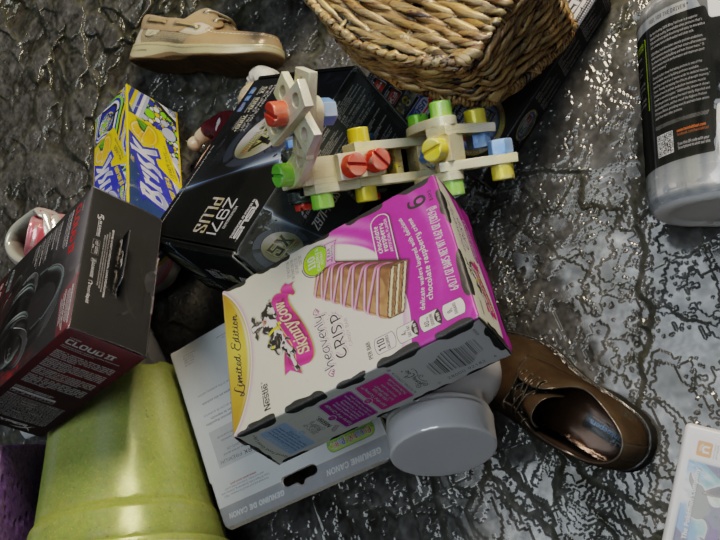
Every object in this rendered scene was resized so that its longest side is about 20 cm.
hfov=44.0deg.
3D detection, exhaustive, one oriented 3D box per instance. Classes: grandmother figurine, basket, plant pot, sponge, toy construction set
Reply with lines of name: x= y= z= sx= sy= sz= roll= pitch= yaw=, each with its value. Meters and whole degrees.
grandmother figurine: x=-0.137 y=-0.119 z=0.927 sx=0.121 sy=0.060 sz=0.201 roll=34 pitch=99 yaw=18
basket: x=0.060 y=-0.215 z=0.746 sx=0.199 sy=0.149 sz=0.143 roll=33 pitch=92 yaw=25
plant pot: x=-0.226 y=0.192 z=0.853 sx=0.199 sy=0.200 sz=0.186 roll=-22 pitch=61 yaw=20
sponge: x=-0.318 y=0.225 z=0.873 sx=0.030 sy=0.200 sz=0.113 roll=-2 pitch=80 yaw=6
toy construction set: x=0.009 y=-0.090 z=0.683 sx=0.131 sy=0.198 sz=0.093 roll=-2 pitch=82 yaw=59

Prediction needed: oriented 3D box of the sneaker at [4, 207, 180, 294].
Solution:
sneaker: x=-0.296 y=-0.019 z=0.957 sx=0.198 sy=0.105 sz=0.076 roll=5 pitch=77 yaw=26

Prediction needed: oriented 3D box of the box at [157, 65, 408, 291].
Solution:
box: x=-0.076 y=-0.078 z=0.809 sx=0.163 sy=0.086 sz=0.201 roll=11 pitch=65 yaw=51

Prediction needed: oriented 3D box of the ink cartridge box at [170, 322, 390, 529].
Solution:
ink cartridge box: x=-0.057 y=0.118 z=0.817 sx=0.199 sy=0.084 sz=0.177 roll=-28 pitch=72 yaw=26

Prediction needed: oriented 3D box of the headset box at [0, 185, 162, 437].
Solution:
headset box: x=-0.254 y=0.035 z=0.788 sx=0.199 sy=0.077 sz=0.150 roll=-35 pitch=43 yaw=36

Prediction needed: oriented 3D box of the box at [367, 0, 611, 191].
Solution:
box: x=0.110 y=-0.201 z=0.829 sx=0.160 sy=0.044 sz=0.201 roll=36 pitch=97 yaw=27

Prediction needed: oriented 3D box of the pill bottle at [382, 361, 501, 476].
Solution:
pill bottle: x=0.053 y=0.056 z=0.721 sx=0.111 sy=0.112 sz=0.201 roll=-21 pitch=50 yaw=21

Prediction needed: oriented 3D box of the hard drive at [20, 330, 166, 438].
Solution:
hard drive: x=-0.312 y=0.093 z=0.962 sx=0.199 sy=0.027 sz=0.133 roll=-21 pitch=98 yaw=20

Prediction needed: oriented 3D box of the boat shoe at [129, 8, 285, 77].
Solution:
boat shoe: x=-0.166 y=-0.249 z=0.955 sx=0.198 sy=0.071 sz=0.065 roll=8 pitch=85 yaw=28

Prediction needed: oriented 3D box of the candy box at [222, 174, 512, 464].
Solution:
candy box: x=-0.004 y=0.037 z=0.654 sx=0.199 sy=0.061 sz=0.137 roll=-29 pitch=47 yaw=18

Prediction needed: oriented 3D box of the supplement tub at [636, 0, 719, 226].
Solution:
supplement tub: x=0.280 y=-0.143 z=0.694 sx=0.121 sy=0.122 sz=0.202 roll=-5 pitch=79 yaw=24

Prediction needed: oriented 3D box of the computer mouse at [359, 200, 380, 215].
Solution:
computer mouse: x=0.000 y=0.000 z=0.858 sx=0.058 sy=0.034 sz=0.202 roll=-6 pitch=85 yaw=29

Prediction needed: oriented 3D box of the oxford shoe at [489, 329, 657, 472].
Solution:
oxford shoe: x=0.144 y=0.098 z=0.736 sx=0.199 sy=0.084 sz=0.073 roll=25 pitch=96 yaw=33

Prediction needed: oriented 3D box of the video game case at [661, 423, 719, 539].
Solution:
video game case: x=0.316 y=0.235 z=0.663 sx=0.181 sy=0.023 sz=0.202 roll=11 pitch=86 yaw=27

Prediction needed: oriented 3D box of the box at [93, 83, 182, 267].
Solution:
box: x=-0.229 y=-0.096 z=0.915 sx=0.064 sy=0.070 sz=0.201 roll=-40 pitch=43 yaw=27
